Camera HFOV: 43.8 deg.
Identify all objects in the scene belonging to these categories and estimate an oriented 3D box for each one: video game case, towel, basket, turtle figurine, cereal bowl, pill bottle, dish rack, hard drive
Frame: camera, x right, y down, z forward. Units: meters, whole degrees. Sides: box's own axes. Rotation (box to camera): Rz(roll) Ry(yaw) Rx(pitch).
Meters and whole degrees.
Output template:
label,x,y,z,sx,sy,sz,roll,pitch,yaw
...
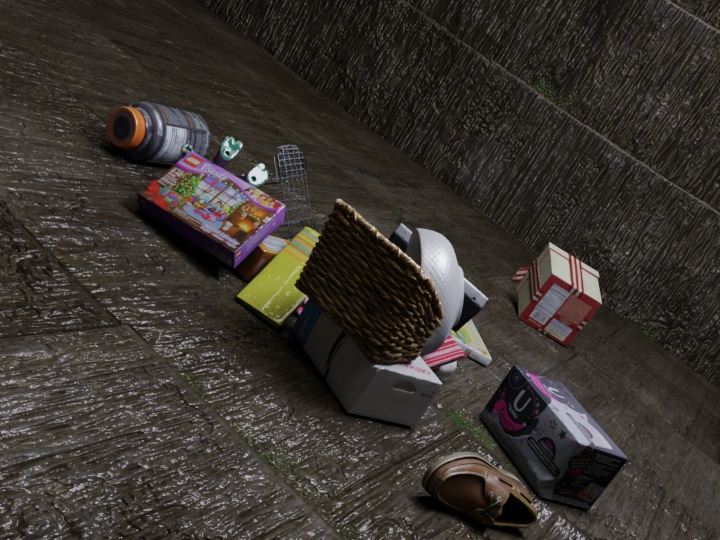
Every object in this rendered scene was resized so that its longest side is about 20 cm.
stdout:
label,x,y,z,sx,sy,sz,roll,pitch,yaw
video game case,0.170,0.106,1.837,0.180,0.023,0.201,29,15,-16
towel,-0.106,0.008,1.403,0.085,0.018,0.200,31,47,11
basket,0.032,0.014,1.278,0.199,0.151,0.141,40,20,33
turtle figurine,-0.248,-0.158,1.569,0.148,0.103,0.199,26,-25,-28
towel,0.070,0.105,1.517,0.142,0.023,0.200,-14,40,-26
cereal bowl,0.115,0.037,1.427,0.081,0.204,0.201,5,20,-6
pill bottle,-0.375,-0.252,1.653,0.106,0.107,0.199,39,16,21
dish rack,-0.129,-0.121,1.609,0.053,0.205,0.153,-6,7,14
hard drive,0.120,0.016,1.575,0.199,0.033,0.140,41,-23,2

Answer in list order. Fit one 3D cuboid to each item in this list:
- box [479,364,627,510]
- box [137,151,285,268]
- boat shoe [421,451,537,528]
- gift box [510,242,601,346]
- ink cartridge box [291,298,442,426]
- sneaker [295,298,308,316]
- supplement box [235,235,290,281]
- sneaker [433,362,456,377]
label,x,y,z,sx,sy,sz,roll,pitch,yaw
box,0.309,0.267,1.455,0.131,0.116,0.201,22,18,-34
box,-0.237,-0.101,1.430,0.198,0.040,0.137,30,49,16
boat shoe,0.164,0.292,1.171,0.198,0.073,0.068,20,19,-40
gift box,0.504,0.063,2.352,0.183,0.201,0.188,34,30,-10
ink cartridge box,0.007,0.127,1.323,0.143,0.085,0.200,18,21,-39
sneaker,-0.027,0.058,1.465,0.196,0.080,0.096,10,32,-13
supplement box,-0.124,-0.009,1.507,0.198,0.067,0.069,16,26,-47
sneaker,0.088,0.103,1.580,0.084,0.073,0.200,18,23,-50
